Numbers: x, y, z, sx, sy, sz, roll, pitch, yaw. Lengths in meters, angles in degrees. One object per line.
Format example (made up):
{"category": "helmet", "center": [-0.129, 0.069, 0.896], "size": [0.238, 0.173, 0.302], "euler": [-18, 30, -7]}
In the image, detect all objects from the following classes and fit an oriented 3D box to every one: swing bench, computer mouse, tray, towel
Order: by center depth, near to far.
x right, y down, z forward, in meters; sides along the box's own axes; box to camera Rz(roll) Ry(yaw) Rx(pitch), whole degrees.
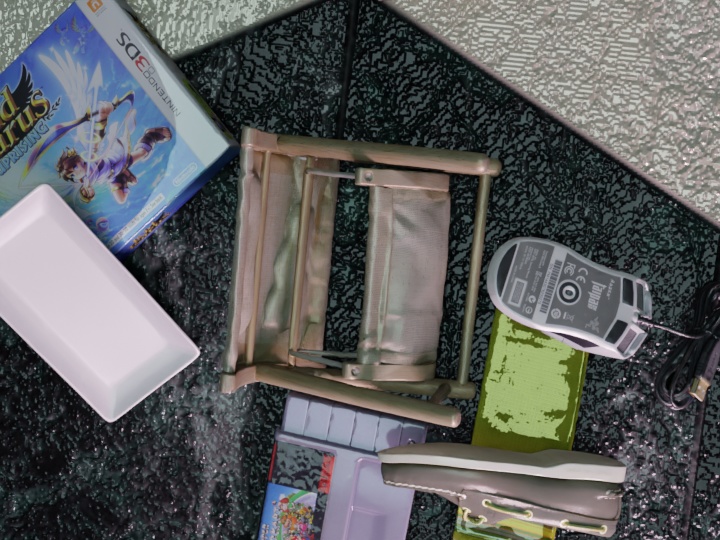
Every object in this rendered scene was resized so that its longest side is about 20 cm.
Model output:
{"category": "swing bench", "center": [0.000, 0.000, 0.818], "size": [0.196, 0.130, 0.204], "euler": [7, 95, 12]}
{"category": "computer mouse", "center": [0.194, 0.030, 0.825], "size": [0.197, 0.044, 0.112], "euler": [21, 81, 3]}
{"category": "towel", "center": [0.135, 0.138, 0.860], "size": [0.084, 0.018, 0.205], "euler": [10, 94, 6]}
{"category": "tray", "center": [-0.235, 0.028, 0.863], "size": [0.107, 0.022, 0.201], "euler": [-35, 116, 7]}

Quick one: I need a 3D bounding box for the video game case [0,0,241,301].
{"category": "video game case", "center": [-0.232, -0.109, 0.881], "size": [0.199, 0.045, 0.182], "euler": [-41, 86, 8]}

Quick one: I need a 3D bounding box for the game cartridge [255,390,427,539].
{"category": "game cartridge", "center": [-0.023, 0.215, 0.877], "size": [0.127, 0.038, 0.204], "euler": [11, 94, 2]}

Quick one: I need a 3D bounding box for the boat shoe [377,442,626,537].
{"category": "boat shoe", "center": [0.110, 0.173, 0.818], "size": [0.197, 0.072, 0.062], "euler": [5, 91, 1]}
